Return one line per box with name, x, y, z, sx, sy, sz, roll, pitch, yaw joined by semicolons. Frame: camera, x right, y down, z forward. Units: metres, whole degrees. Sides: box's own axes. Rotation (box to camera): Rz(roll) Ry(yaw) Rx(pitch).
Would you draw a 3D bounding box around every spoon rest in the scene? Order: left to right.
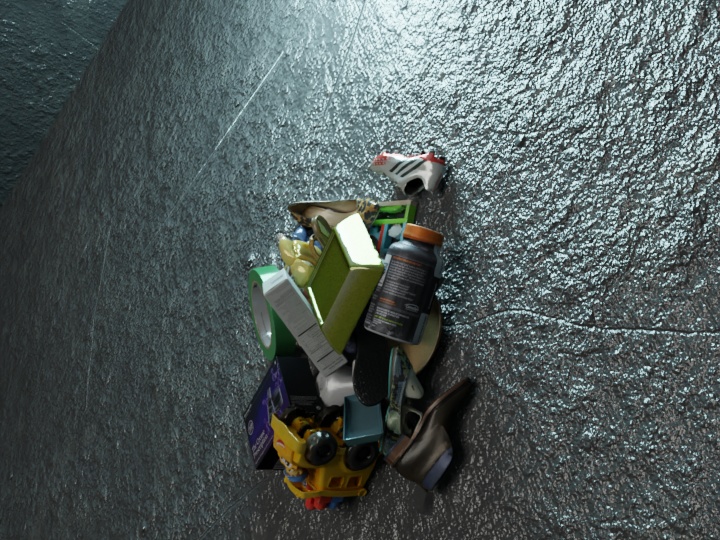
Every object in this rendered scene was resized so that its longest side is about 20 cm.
spoon rest;-0.033;0.219;1.732;0.200;0.060;0.100;-32;50;58

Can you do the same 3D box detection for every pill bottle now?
pill bottle;0.084;0.022;1.554;0.106;0.106;0.201;19;91;53

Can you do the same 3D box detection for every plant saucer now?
plant saucer;-0.041;0.017;1.636;0.200;0.048;0.200;-64;27;25
plant saucer;0.005;0.262;1.584;0.200;0.070;0.019;-93;-8;-76
plant saucer;0.086;0.111;1.630;0.200;0.035;0.201;-23;59;45

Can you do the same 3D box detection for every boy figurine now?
boy figurine;-0.118;-0.037;1.849;0.065;0.124;0.200;-55;14;28

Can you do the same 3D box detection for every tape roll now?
tape roll;-0.191;0.091;1.902;0.200;0.048;0.201;169;90;-70

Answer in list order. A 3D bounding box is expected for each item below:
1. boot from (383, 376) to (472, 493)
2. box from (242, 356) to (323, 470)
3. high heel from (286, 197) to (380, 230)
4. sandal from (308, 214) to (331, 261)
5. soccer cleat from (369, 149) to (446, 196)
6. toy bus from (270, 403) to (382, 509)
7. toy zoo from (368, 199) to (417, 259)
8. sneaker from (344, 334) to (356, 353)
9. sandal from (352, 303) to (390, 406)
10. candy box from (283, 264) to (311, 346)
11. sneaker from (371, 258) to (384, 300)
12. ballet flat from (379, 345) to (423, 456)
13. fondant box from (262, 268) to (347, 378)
boot;0.140;0.277;1.490;0.097;0.075;0.200;43;95;14
box;-0.161;0.292;1.806;0.200;0.079;0.141;-59;35;36
high heel;-0.055;-0.119;1.785;0.200;0.142;0.072;-18;60;61
sandal;-0.075;-0.047;1.782;0.054;0.200;0.081;-20;74;2
soccer cleat;0.084;-0.187;1.731;0.200;0.069;0.086;6;76;48
toy bus;-0.076;0.354;1.614;0.136;0.199;0.193;36;112;53
toy zoo;0.045;-0.039;1.755;0.131;0.020;0.201;2;77;52
sneaker;-0.021;0.082;1.739;0.074;0.082;0.200;-47;42;24
sandal;0.021;0.157;1.621;0.048;0.075;0.201;93;175;-59
candy box;-0.113;0.059;1.887;0.116;0.055;0.200;-55;40;22
sneaker;0.000;0.000;1.718;0.200;0.075;0.089;47;124;56
ballet flat;0.078;0.231;1.549;0.074;0.074;0.201;23;112;53
fondant box;-0.110;0.099;1.718;0.058;0.200;0.144;-35;11;-2
